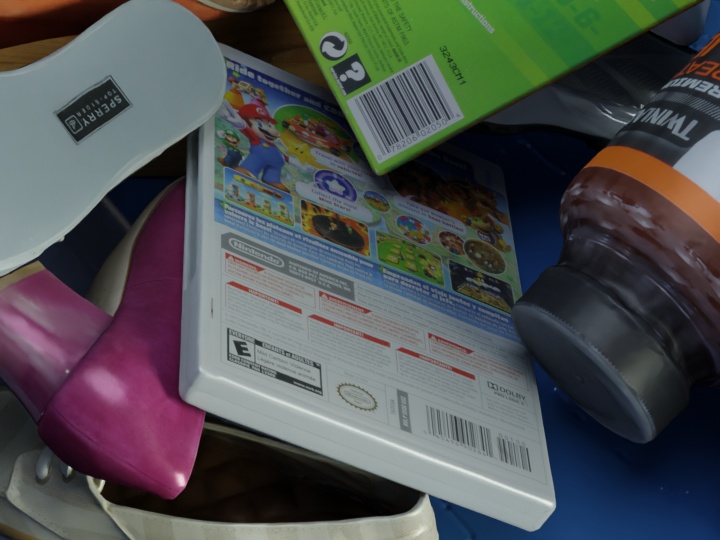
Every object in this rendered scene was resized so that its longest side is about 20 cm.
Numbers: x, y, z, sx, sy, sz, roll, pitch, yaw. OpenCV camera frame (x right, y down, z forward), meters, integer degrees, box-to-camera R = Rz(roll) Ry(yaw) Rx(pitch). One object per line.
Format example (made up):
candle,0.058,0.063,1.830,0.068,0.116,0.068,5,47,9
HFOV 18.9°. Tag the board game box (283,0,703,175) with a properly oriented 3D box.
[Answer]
board game box,0.072,-0.125,0.825,0.199,0.030,0.096,-28,91,15

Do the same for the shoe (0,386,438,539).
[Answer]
shoe,-0.064,0.075,0.788,0.199,0.053,0.070,15,50,11

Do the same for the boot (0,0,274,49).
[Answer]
boot,-0.116,-0.122,0.842,0.200,0.107,0.075,-2,69,-56

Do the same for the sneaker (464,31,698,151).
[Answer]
sneaker,0.101,-0.087,0.892,0.199,0.074,0.080,10,91,-7

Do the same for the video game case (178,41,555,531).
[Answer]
video game case,0.000,0.000,0.815,0.143,0.018,0.200,22,35,-20

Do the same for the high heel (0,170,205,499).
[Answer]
high heel,-0.061,0.021,0.802,0.096,0.067,0.200,40,22,9

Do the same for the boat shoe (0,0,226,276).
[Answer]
boat shoe,-0.129,-0.040,0.766,0.074,0.068,0.199,53,40,-7

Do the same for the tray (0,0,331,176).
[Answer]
tray,-0.100,-0.088,0.940,0.199,0.037,0.099,0,49,-2

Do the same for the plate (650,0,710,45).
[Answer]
plate,0.073,-0.180,0.927,0.199,0.032,0.200,29,27,3

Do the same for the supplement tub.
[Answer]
supplement tub,0.148,-0.030,0.807,0.107,0.107,0.200,38,75,27
